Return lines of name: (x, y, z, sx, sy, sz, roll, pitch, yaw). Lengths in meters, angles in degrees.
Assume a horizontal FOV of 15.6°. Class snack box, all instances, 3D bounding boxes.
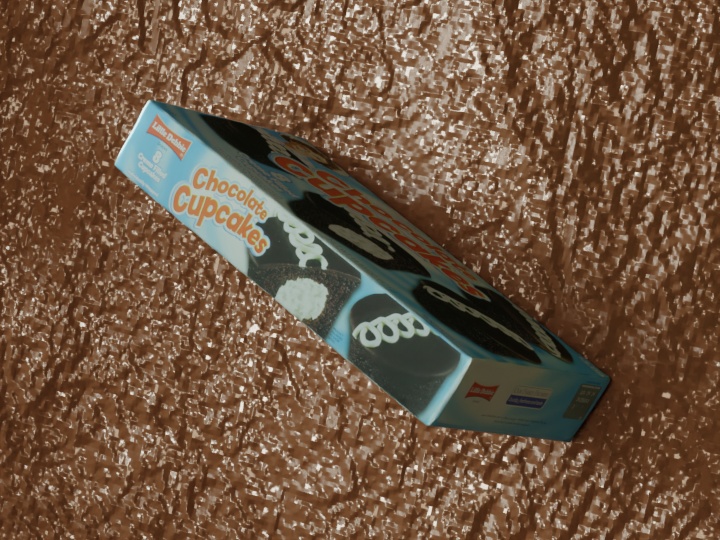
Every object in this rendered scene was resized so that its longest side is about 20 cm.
snack box: (0.000, 0.000, 1.111, 0.200, 0.116, 0.037, 39, 105, 30)
